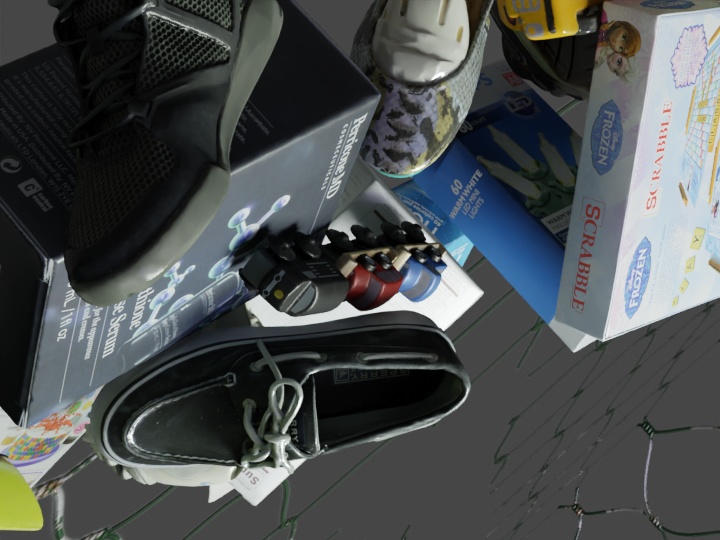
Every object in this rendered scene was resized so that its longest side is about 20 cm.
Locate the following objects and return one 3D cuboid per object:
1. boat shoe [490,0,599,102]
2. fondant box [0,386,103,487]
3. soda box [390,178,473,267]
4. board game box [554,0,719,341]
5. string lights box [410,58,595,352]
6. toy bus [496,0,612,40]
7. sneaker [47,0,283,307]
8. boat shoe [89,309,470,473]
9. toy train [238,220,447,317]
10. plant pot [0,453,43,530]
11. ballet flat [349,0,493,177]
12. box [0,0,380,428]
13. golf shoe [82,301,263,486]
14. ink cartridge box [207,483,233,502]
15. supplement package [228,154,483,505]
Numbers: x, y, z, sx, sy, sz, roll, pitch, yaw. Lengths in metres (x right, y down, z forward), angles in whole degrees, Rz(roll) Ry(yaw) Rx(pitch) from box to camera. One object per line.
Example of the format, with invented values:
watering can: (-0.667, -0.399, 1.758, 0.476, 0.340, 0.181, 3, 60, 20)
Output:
boat shoe: (0.126, -0.155, 1.087, 0.201, 0.066, 0.072, 23, 74, -55)
fondant box: (-0.227, 0.091, 0.936, 0.200, 0.058, 0.144, -45, 163, 10)
soda box: (-0.004, 0.000, 1.181, 0.200, 0.064, 0.068, -29, 158, -36)
board game box: (0.208, -0.073, 1.002, 0.199, 0.041, 0.200, -14, 118, -46)
string lights box: (0.122, -0.048, 1.108, 0.103, 0.200, 0.059, -26, 156, -41)
toy bus: (0.145, -0.191, 0.987, 0.200, 0.078, 0.065, -27, 113, -46)
sneaker: (-0.100, -0.082, 0.665, 0.076, 0.114, 0.200, -16, -138, 33)
boat shoe: (-0.041, 0.073, 0.845, 0.199, 0.068, 0.074, -6, 114, -13)
toy train: (0.000, 0.000, 0.876, 0.034, 0.046, 0.200, -51, 163, 21)
plant pot: (-0.267, 0.153, 0.730, 0.200, 0.199, 0.182, 41, 62, -73)
ballet flat: (0.038, -0.146, 0.841, 0.072, 0.072, 0.201, 98, 10, -63)
box: (-0.110, -0.039, 0.802, 0.200, 0.107, 0.149, -31, 159, -32)
golf shoe: (-0.082, 0.029, 0.925, 0.078, 0.097, 0.200, 45, 58, -71)
ink cartridge box: (-0.057, 0.085, 1.259, 0.200, 0.068, 0.117, -36, 161, -23)
supplement package: (-0.043, 0.028, 1.025, 0.200, 0.114, 0.110, -43, -154, 4)
